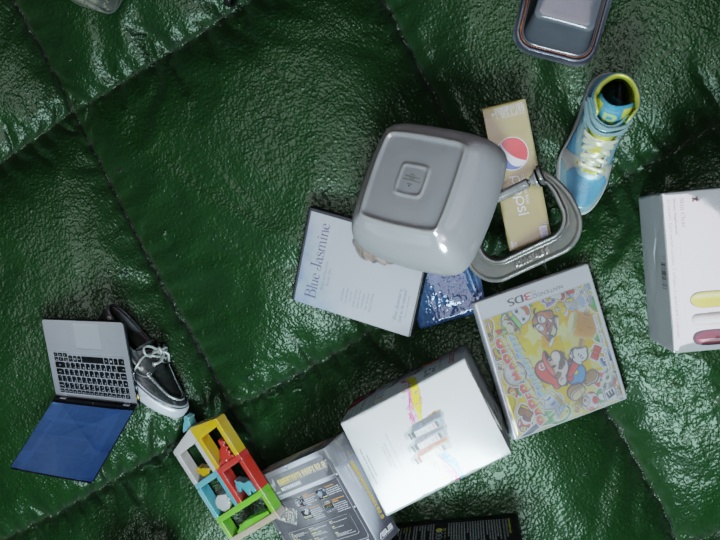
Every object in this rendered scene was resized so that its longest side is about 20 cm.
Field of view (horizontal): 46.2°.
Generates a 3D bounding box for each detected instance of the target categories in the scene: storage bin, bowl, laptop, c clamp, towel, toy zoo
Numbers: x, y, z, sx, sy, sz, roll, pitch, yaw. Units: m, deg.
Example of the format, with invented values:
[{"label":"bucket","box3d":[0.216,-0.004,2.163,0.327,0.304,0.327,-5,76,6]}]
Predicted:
[{"label":"storage bin","box3d":[0.279,-0.399,1.135,0.143,0.134,0.204,16,95,7]},{"label":"bowl","box3d":[0.083,-0.108,1.146,0.197,0.074,0.203,16,80,30]},{"label":"laptop","box3d":[-0.434,0.185,1.250,0.184,0.115,0.205,0,103,31]},{"label":"c clamp","box3d":[0.195,-0.077,1.153,0.197,0.027,0.174,-19,89,23]},{"label":"towel","box3d":[0.109,-0.023,1.226,0.109,0.049,0.204,-16,91,10]},{"label":"toy zoo","box3d":[-0.209,0.304,1.275,0.131,0.020,0.202,-37,85,37]}]

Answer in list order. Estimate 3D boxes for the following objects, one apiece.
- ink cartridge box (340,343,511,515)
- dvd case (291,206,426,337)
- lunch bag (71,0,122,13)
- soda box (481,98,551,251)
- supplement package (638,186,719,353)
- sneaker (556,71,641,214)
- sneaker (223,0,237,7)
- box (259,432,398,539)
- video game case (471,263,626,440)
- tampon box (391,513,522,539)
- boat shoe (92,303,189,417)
[{"label":"ink cartridge box","box3d":[0.096,0.219,1.194,0.197,0.145,0.147,-27,89,8]},{"label":"dvd case","box3d":[0.000,0.000,1.232,0.196,0.017,0.146,16,102,19]},{"label":"lunch bag","box3d":[-0.419,-0.499,1.230,0.165,0.139,0.204,22,94,23]},{"label":"soda box","box3d":[0.221,-0.133,1.193,0.063,0.068,0.205,-10,92,10]},{"label":"supplement package","box3d":[0.447,-0.005,1.123,0.108,0.156,0.205,-6,92,8]},{"label":"sneaker","box3d":[0.320,-0.175,1.144,0.078,0.131,0.205,13,96,6]},{"label":"sneaker","box3d":[-0.237,-0.431,1.240,0.197,0.075,0.117,-27,92,8]},{"label":"box","box3d":[-0.057,0.339,1.223,0.199,0.048,0.160,-33,86,43]},{"label":"video game case","box3d":[0.269,0.114,1.198,0.178,0.023,0.204,-18,92,-8]},{"label":"tampon box","box3d":[0.142,0.450,1.210,0.195,0.126,0.154,-7,93,8]},{"label":"boat shoe","box3d":[-0.326,0.134,1.287,0.200,0.073,0.068,47,113,12]}]
